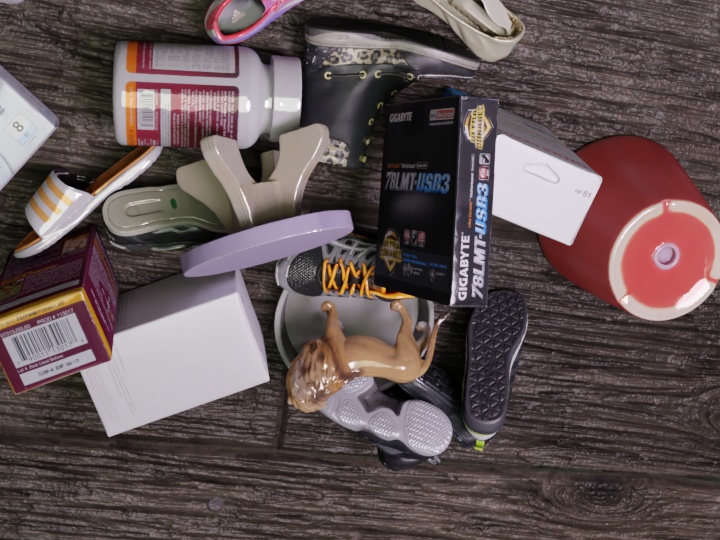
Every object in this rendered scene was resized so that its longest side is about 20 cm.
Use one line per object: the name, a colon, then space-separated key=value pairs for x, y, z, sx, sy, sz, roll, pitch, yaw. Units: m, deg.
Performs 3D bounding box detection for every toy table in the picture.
toy table: x=-0.111 y=-0.075 z=1.173 sx=0.197 sy=0.184 sz=0.119 roll=-14 pitch=84 yaw=10

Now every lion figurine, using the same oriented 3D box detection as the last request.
lion figurine: x=0.010 y=0.100 z=1.274 sx=0.196 sy=0.124 sz=0.073 roll=-5 pitch=140 yaw=3

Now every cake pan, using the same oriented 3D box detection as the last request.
cake pan: x=-0.009 y=0.058 z=1.350 sx=0.196 sy=0.037 sz=0.204 roll=-3 pitch=111 yaw=-9

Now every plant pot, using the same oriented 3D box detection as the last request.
plant pot: x=0.326 y=-0.042 z=1.293 sx=0.197 sy=0.178 sz=0.204 roll=-3 pitch=111 yaw=-8

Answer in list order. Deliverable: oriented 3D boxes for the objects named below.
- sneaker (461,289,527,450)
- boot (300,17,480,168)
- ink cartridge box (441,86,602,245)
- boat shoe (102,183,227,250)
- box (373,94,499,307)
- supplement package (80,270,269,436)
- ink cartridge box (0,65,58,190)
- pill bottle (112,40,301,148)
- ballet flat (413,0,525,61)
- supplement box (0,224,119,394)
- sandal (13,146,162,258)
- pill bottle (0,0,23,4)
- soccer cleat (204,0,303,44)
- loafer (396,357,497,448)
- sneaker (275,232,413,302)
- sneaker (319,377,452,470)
sneaker: x=0.158 y=0.121 z=1.358 sx=0.070 sy=0.203 sz=0.083 roll=12 pitch=153 yaw=11
boot: x=0.024 y=-0.195 z=1.244 sx=0.200 sy=0.074 sz=0.156 roll=7 pitch=114 yaw=-12
ink cartridge box: x=0.162 y=-0.120 z=1.222 sx=0.142 sy=0.200 sz=0.086 roll=20 pitch=107 yaw=-16
boat shoe: x=-0.197 y=-0.059 z=1.270 sx=0.196 sy=0.073 sz=0.068 roll=-5 pitch=150 yaw=-15
box: x=0.074 y=-0.074 z=1.132 sx=0.049 sy=0.200 sz=0.202 roll=0 pitch=96 yaw=-21
supplement package: x=-0.218 y=0.086 z=1.280 sx=0.197 sy=0.122 sz=0.121 roll=-19 pitch=113 yaw=-1
ink cartridge box: x=-0.452 y=-0.169 z=1.183 sx=0.160 sy=0.047 sz=0.200 roll=-44 pitch=113 yaw=9
pill bottle: x=-0.165 y=-0.188 z=1.190 sx=0.196 sy=0.110 sz=0.111 roll=1 pitch=111 yaw=-10
ballet flat: x=0.103 y=-0.308 z=1.210 sx=0.199 sy=0.070 sz=0.070 roll=34 pitch=102 yaw=-23
supplement box: x=-0.331 y=0.037 z=1.200 sx=0.109 sy=0.200 sz=0.087 roll=-19 pitch=114 yaw=-2
sandal: x=-0.313 y=-0.096 z=1.224 sx=0.206 sy=0.079 sz=0.059 roll=-39 pitch=111 yaw=-3
pill bottle: x=-0.390 y=-0.327 z=1.097 sx=0.196 sy=0.114 sz=0.116 roll=1 pitch=111 yaw=-10
soccer cleat: x=-0.081 y=-0.308 z=1.176 sx=0.198 sy=0.077 sz=0.067 roll=-33 pitch=113 yaw=5
loafer: x=0.099 y=0.171 z=1.378 sx=0.070 sy=0.069 sz=0.200 roll=-40 pitch=131 yaw=15
sneaker: x=0.000 y=0.000 z=1.268 sx=0.196 sy=0.077 sz=0.080 roll=-4 pitch=113 yaw=-6
sneaker: x=0.014 y=0.184 z=1.338 sx=0.198 sy=0.076 sz=0.114 roll=24 pitch=152 yaw=12
